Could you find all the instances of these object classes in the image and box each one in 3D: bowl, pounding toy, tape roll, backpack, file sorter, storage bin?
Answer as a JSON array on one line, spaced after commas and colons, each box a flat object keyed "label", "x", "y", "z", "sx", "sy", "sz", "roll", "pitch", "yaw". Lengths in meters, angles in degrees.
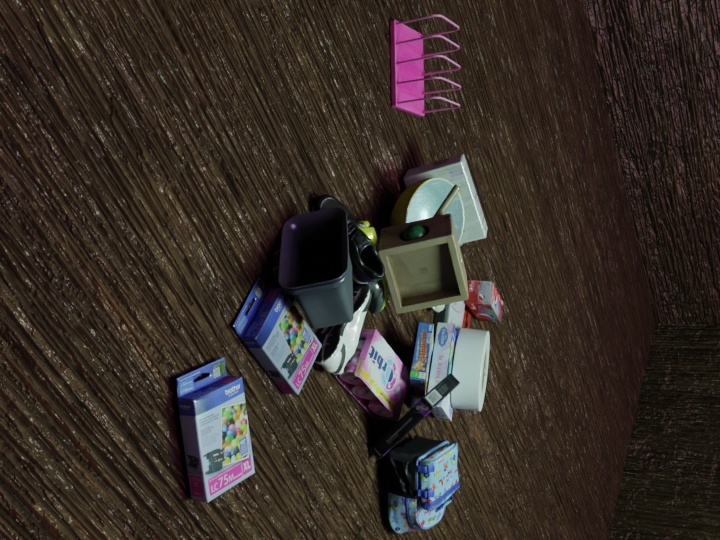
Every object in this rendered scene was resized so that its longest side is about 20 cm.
[{"label": "bowl", "x": 0.133, "y": -0.113, "z": 1.784, "sx": 0.200, "sy": 0.108, "sz": 0.201, "roll": -8, "pitch": 102, "yaw": -42}, {"label": "pounding toy", "x": 0.141, "y": -0.045, "z": 1.645, "sx": 0.142, "sy": 0.184, "sz": 0.200, "roll": -82, "pitch": 158, "yaw": -60}, {"label": "tape roll", "x": 0.273, "y": 0.245, "z": 1.944, "sx": 0.202, "sy": 0.071, "sz": 0.203, "roll": 5, "pitch": 90, "yaw": -77}, {"label": "backpack", "x": 0.138, "y": 0.490, "z": 1.762, "sx": 0.182, "sy": 0.134, "sz": 0.201, "roll": -6, "pitch": 97, "yaw": -56}, {"label": "file sorter", "x": 0.158, "y": -0.478, "z": 1.839, "sx": 0.139, "sy": 0.125, "sz": 0.201, "roll": 0, "pitch": 88, "yaw": -58}, {"label": "storage bin", "x": -0.077, "y": 0.006, "z": 1.438, "sx": 0.200, "sy": 0.145, "sz": 0.135, "roll": -92, "pitch": 168, "yaw": -49}]

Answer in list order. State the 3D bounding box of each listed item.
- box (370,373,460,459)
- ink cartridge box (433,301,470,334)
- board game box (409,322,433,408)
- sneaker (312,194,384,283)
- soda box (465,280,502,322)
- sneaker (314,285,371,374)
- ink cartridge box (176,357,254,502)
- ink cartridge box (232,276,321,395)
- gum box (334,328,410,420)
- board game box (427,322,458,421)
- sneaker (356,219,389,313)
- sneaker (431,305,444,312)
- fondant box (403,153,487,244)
[{"label": "box", "x": 0.117, "y": 0.314, "z": 1.697, "sx": 0.036, "sy": 0.200, "sz": 0.143, "roll": 46, "pitch": 31, "yaw": 11}, {"label": "ink cartridge box", "x": 0.261, "y": 0.112, "z": 2.048, "sx": 0.200, "sy": 0.057, "sz": 0.163, "roll": 32, "pitch": 62, "yaw": -47}, {"label": "board game box", "x": 0.140, "y": 0.220, "z": 1.784, "sx": 0.200, "sy": 0.034, "sz": 0.136, "roll": 80, "pitch": 19, "yaw": -62}, {"label": "sneaker", "x": -0.014, "y": -0.067, "z": 1.536, "sx": 0.076, "sy": 0.088, "sz": 0.200, "roll": -39, "pitch": 102, "yaw": -21}, {"label": "soda box", "x": 0.332, "y": 0.084, "z": 2.102, "sx": 0.200, "sy": 0.070, "sz": 0.064, "roll": 46, "pitch": 50, "yaw": -65}, {"label": "sneaker", "x": -0.032, "y": 0.118, "z": 1.574, "sx": 0.200, "sy": 0.074, "sz": 0.080, "roll": -60, "pitch": 141, "yaw": -27}, {"label": "ink cartridge box", "x": -0.232, "y": 0.253, "z": 1.263, "sx": 0.119, "sy": 0.042, "sz": 0.201, "roll": -20, "pitch": 104, "yaw": -57}, {"label": "ink cartridge box", "x": -0.146, "y": 0.119, "z": 1.418, "sx": 0.200, "sy": 0.042, "sz": 0.119, "roll": 58, "pitch": 43, "yaw": -36}, {"label": "gum box", "x": 0.027, "y": 0.217, "z": 1.657, "sx": 0.200, "sy": 0.066, "sz": 0.114, "roll": 53, "pitch": 46, "yaw": -42}, {"label": "board game box", "x": 0.204, "y": 0.249, "z": 1.903, "sx": 0.200, "sy": 0.041, "sz": 0.200, "roll": 56, "pitch": 42, "yaw": -67}, {"label": "sneaker", "x": 0.000, "y": 0.000, "z": 1.637, "sx": 0.081, "sy": 0.074, "sz": 0.200, "roll": -29, "pitch": 109, "yaw": -41}, {"label": "sneaker", "x": 0.206, "y": 0.004, "z": 1.938, "sx": 0.075, "sy": 0.081, "sz": 0.201, "roll": 22, "pitch": 72, "yaw": -57}, {"label": "fondant box", "x": 0.202, "y": -0.158, "z": 1.860, "sx": 0.058, "sy": 0.144, "sz": 0.200, "roll": -65, "pitch": 137, "yaw": -61}]
